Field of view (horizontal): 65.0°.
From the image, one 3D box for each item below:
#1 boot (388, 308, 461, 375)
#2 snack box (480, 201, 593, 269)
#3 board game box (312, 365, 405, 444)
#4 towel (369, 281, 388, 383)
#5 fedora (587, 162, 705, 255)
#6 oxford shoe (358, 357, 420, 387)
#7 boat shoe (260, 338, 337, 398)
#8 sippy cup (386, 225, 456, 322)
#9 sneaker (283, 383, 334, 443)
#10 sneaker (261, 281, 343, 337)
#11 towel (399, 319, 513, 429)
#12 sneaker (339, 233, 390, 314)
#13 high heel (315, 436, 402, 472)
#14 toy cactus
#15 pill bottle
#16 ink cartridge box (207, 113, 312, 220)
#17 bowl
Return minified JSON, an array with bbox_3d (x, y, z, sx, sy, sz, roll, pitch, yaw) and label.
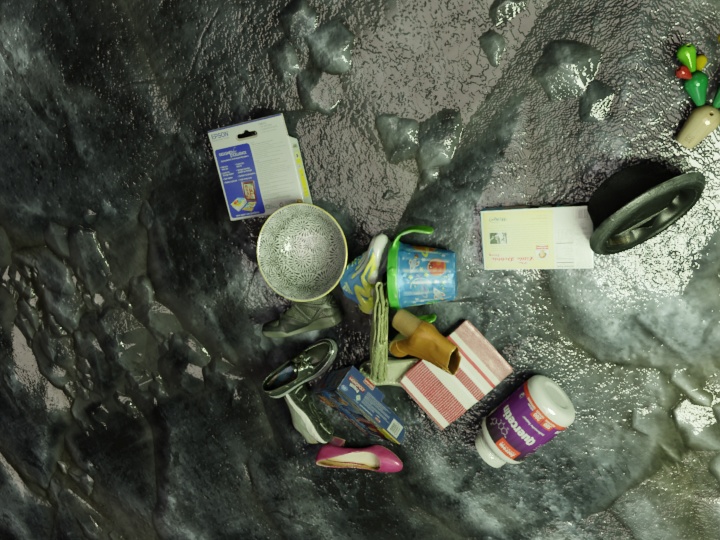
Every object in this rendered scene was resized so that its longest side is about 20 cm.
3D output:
[{"bbox_3d":[0.129,0.162,1.117,0.144,0.071,0.202,36,161,22],"label":"boot"},{"bbox_3d":[0.327,-0.062,1.052,0.198,0.037,0.117,0,107,22],"label":"snack box"},{"bbox_3d":[-0.015,0.292,1.265,0.200,0.062,0.199,46,155,-19],"label":"board game box"},{"bbox_3d":[0.038,0.127,1.136,0.036,0.150,0.201,2,147,4],"label":"towel"},{"bbox_3d":[0.454,-0.115,0.936,0.200,0.200,0.092,-43,56,28],"label":"fedora"},{"bbox_3d":[0.095,0.224,1.237,0.198,0.058,0.076,4,93,5],"label":"oxford shoe"},{"bbox_3d":[-0.140,0.224,1.288,0.199,0.057,0.069,-38,65,5],"label":"boat shoe"},{"bbox_3d":[0.125,0.010,1.114,0.129,0.141,0.178,0,149,11],"label":"sippy cup"},{"bbox_3d":[-0.147,0.335,1.362,0.079,0.074,0.201,-26,97,33],"label":"sneaker"},{"bbox_3d":[-0.144,0.085,1.274,0.198,0.076,0.115,-16,99,23],"label":"sneaker"},{"bbox_3d":[0.197,0.218,1.181,0.200,0.023,0.144,-44,88,12],"label":"towel"},{"bbox_3d":[0.000,0.000,1.170,0.104,0.076,0.201,25,130,20],"label":"sneaker"},{"bbox_3d":[-0.005,0.450,1.327,0.198,0.096,0.068,17,113,16],"label":"high heel"},{"bbox_3d":[0.559,-0.260,0.869,0.199,0.102,0.166,29,126,1],"label":"toy cactus"},{"bbox_3d":[0.324,0.310,1.137,0.112,0.112,0.200,41,117,4],"label":"pill bottle"},{"bbox_3d":[-0.216,-0.219,1.217,0.196,0.047,0.202,-5,104,25],"label":"ink cartridge box"},{"bbox_3d":[-0.110,-0.040,1.195,0.199,0.094,0.203,1,95,16],"label":"bowl"}]
